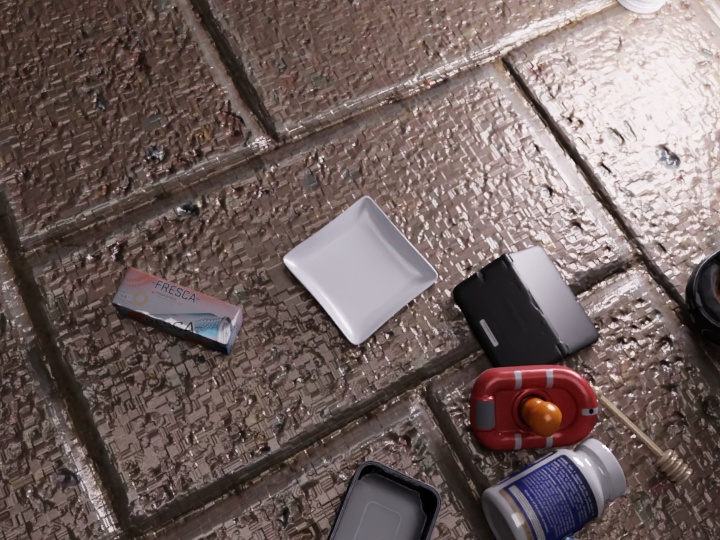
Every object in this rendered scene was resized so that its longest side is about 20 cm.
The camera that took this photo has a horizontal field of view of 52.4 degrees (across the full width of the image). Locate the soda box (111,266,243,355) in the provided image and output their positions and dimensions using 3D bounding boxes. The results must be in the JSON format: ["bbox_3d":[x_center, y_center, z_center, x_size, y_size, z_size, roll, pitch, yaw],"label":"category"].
[{"bbox_3d":[-0.293,0.066,1.182,0.197,0.064,0.069,20,67,2],"label":"soda box"}]

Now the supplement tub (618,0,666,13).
[{"bbox_3d":[0.612,-0.644,1.496,0.143,0.200,0.147,2,68,-5],"label":"supplement tub"}]

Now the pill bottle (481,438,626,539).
[{"bbox_3d":[0.293,0.342,1.107,0.198,0.116,0.117,-24,72,-14],"label":"pill bottle"}]

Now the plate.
[{"bbox_3d":[0.000,0.000,1.258,0.199,0.032,0.200,-37,76,-19],"label":"plate"}]

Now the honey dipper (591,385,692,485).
[{"bbox_3d":[0.455,0.264,1.201,0.038,0.038,0.200,-39,75,-19],"label":"honey dipper"}]

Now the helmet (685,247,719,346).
[{"bbox_3d":[0.654,0.043,1.230,0.198,0.190,0.203,-8,75,31],"label":"helmet"}]

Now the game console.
[{"bbox_3d":[0.286,0.076,1.268,0.175,0.116,0.202,-34,72,13],"label":"game console"}]

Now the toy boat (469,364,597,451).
[{"bbox_3d":[0.274,0.220,1.132,0.197,0.131,0.133,-3,95,-7],"label":"toy boat"}]

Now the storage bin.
[{"bbox_3d":[0.022,0.397,1.068,0.134,0.094,0.202,23,67,3],"label":"storage bin"}]

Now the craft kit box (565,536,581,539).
[{"bbox_3d":[0.373,0.522,1.085,0.195,0.049,0.202,17,67,3],"label":"craft kit box"}]
